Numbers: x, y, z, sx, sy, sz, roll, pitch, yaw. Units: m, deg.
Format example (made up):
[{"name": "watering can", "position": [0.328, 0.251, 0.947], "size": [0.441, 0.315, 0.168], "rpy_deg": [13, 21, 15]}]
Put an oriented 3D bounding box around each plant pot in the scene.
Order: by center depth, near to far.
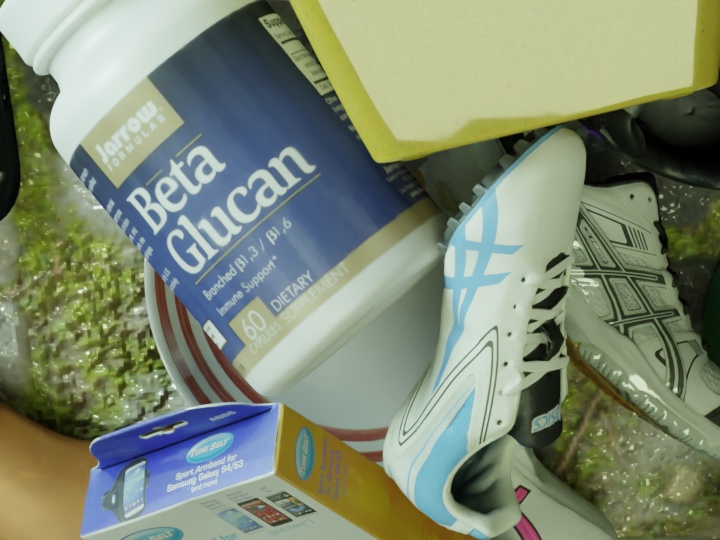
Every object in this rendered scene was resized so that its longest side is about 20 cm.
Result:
[{"name": "plant pot", "position": [0.051, -0.145, 1.176], "size": [0.199, 0.200, 0.177], "rpy_deg": [-12, 96, 2]}]

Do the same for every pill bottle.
[{"name": "pill bottle", "position": [-0.062, -0.055, 1.266], "size": [0.111, 0.111, 0.200], "rpy_deg": [-41, 86, 17]}]

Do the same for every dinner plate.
[{"name": "dinner plate", "position": [0.000, 0.000, 1.349], "size": [0.199, 0.024, 0.201], "rpy_deg": [-1, 93, -11]}]

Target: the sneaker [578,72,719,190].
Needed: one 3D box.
[{"name": "sneaker", "position": [0.101, -0.100, 1.291], "size": [0.200, 0.100, 0.070], "rpy_deg": [32, 109, -21]}]

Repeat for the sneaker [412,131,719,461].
[{"name": "sneaker", "position": [0.116, 0.003, 1.321], "size": [0.200, 0.076, 0.088], "rpy_deg": [42, 85, -10]}]

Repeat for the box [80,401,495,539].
[{"name": "box", "position": [-0.031, 0.122, 1.339], "size": [0.119, 0.042, 0.200], "rpy_deg": [-21, 141, 36]}]

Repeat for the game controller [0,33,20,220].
[{"name": "game controller", "position": [-0.210, -0.099, 1.307], "size": [0.104, 0.042, 0.201], "rpy_deg": [-13, 120, -14]}]

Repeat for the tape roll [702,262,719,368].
[{"name": "tape roll", "position": [0.264, 0.033, 1.409], "size": [0.199, 0.048, 0.201], "rpy_deg": [-2, 118, -4]}]

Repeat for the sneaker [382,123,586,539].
[{"name": "sneaker", "position": [0.065, 0.026, 1.248], "size": [0.072, 0.072, 0.201], "rpy_deg": [33, 128, 23]}]

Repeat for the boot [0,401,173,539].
[{"name": "boot", "position": [-0.170, 0.081, 1.386], "size": [0.199, 0.074, 0.155], "rpy_deg": [-26, 114, 6]}]

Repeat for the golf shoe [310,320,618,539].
[{"name": "golf shoe", "position": [0.050, 0.085, 1.405], "size": [0.200, 0.073, 0.092], "rpy_deg": [31, 110, -19]}]
